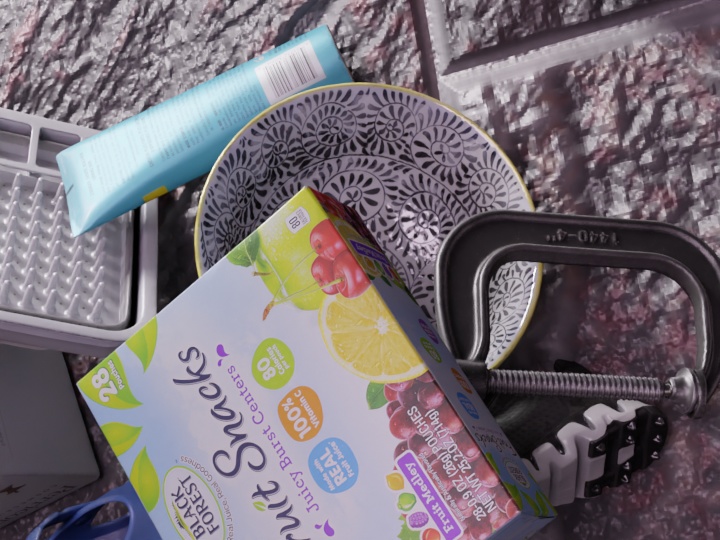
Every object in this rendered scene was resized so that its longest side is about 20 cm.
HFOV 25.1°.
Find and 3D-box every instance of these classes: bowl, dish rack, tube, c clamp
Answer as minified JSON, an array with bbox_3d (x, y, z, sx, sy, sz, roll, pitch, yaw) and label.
[{"bbox_3d":[0.000,0.000,0.955,0.199,0.094,0.202,3,69,-7],"label":"bowl"},{"bbox_3d":[-0.215,-0.023,1.021,0.201,0.170,0.044,-98,27,-48],"label":"dish rack"},{"bbox_3d":[-0.099,-0.090,1.022,0.199,0.051,0.078,-25,43,3],"label":"tube"},{"bbox_3d":[0.116,0.043,0.890,0.198,0.027,0.172,-2,60,-8],"label":"c clamp"}]

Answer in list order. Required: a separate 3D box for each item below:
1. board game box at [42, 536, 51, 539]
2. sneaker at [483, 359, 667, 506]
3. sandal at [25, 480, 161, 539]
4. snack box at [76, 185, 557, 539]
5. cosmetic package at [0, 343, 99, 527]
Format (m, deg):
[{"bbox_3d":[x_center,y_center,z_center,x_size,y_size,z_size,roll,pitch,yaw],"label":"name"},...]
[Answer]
[{"bbox_3d":[-0.248,0.296,1.074,0.199,0.062,0.202,-23,75,21],"label":"board game box"},{"bbox_3d":[0.069,0.105,0.903,0.091,0.199,0.067,45,147,42],"label":"sneaker"},{"bbox_3d":[-0.131,0.158,1.002,0.199,0.087,0.080,-35,68,-7],"label":"sandal"},{"bbox_3d":[-0.026,0.090,0.818,0.168,0.068,0.201,-38,67,14],"label":"snack box"},{"bbox_3d":[-0.307,0.088,1.048,0.167,0.200,0.167,-27,73,20],"label":"cosmetic package"}]
